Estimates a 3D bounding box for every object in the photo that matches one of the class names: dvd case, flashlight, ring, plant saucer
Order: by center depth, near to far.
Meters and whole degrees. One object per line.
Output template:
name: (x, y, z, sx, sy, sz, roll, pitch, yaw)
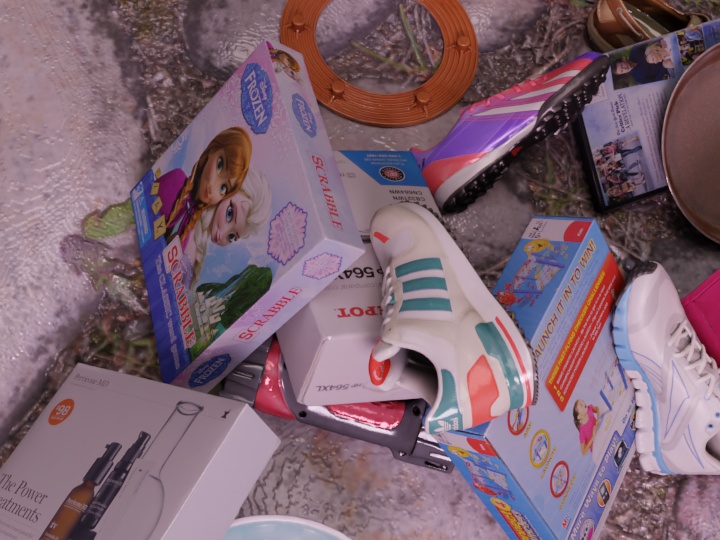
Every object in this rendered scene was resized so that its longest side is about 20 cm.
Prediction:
flashlight: (-0.011, 0.100, 0.848, 0.199, 0.068, 0.068, 15, 60, -2)
plant saucer: (0.366, -0.120, 1.000, 0.199, 0.032, 0.202, -1, 93, -15)
dvd case: (0.295, -0.151, 1.005, 0.199, 0.018, 0.144, -18, 98, -13)
ring: (0.021, -0.230, 1.036, 0.199, 0.019, 0.202, 4, 65, -8)

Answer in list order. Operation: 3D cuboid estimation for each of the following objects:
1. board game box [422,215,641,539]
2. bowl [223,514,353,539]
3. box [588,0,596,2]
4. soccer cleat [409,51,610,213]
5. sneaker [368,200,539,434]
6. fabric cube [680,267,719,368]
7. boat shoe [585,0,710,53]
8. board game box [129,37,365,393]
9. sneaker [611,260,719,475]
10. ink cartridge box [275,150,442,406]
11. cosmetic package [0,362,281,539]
board game box: (0.152, 0.096, 0.815, 0.056, 0.196, 0.200, 6, 53, 41)
bowl: (-0.065, 0.281, 0.731, 0.199, 0.105, 0.202, 4, 64, -8)
box: (0.178, -0.374, 1.086, 0.199, 0.103, 0.095, 21, 63, -1)
soccer cleat: (0.134, -0.139, 0.952, 0.200, 0.068, 0.073, -40, 72, 8)
sneaker: (0.036, 0.029, 0.723, 0.093, 0.071, 0.200, -23, 50, -14)
fabric cube: (0.392, 0.069, 0.863, 0.195, 0.200, 0.200, -23, 73, -20)
boat shoe: (0.321, -0.217, 1.052, 0.199, 0.074, 0.076, 30, 64, 5)
board game box: (-0.097, -0.040, 0.814, 0.041, 0.199, 0.201, 17, 43, -41)
sneaker: (0.257, 0.080, 0.826, 0.086, 0.201, 0.075, 6, 38, 43)
ink cartridge box: (0.000, 0.000, 0.848, 0.145, 0.085, 0.201, -2, 48, -25)
cosmetic package: (-0.172, 0.150, 0.739, 0.199, 0.052, 0.151, 6, 51, 41)
